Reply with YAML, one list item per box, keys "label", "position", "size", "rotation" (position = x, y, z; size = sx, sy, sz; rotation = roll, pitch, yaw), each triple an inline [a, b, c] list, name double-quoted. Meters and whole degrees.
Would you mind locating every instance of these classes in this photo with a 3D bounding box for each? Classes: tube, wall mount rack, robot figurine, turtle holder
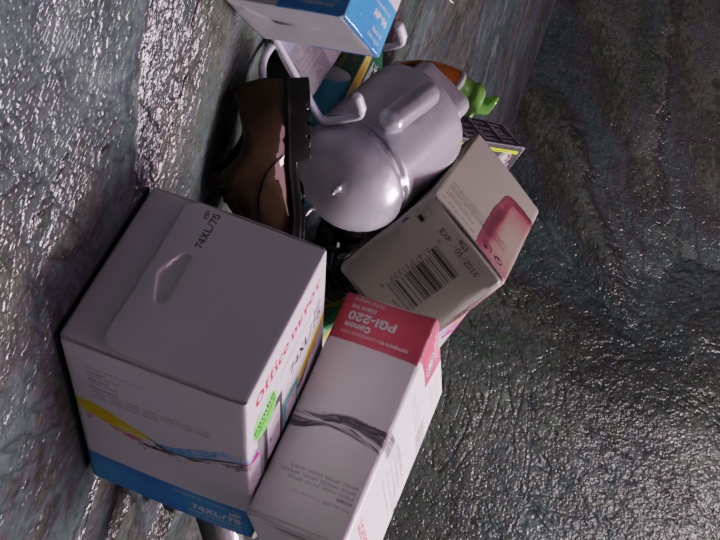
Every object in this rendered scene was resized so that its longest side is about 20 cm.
- label: "tube"
  position: [-0.057, -0.102, 1.252]
  size: [0.078, 0.050, 0.202]
  rotation: [-101, -156, -64]
- label: "wall mount rack"
  position: [-0.030, -0.233, 1.111]
  size: [0.175, 0.074, 0.201]
  rotation: [60, 39, -32]
- label: "robot figurine"
  position: [0.017, -0.113, 1.187]
  size: [0.200, 0.113, 0.170]
  rotation: [-44, 173, -35]
- label: "turtle holder"
  position: [0.068, -0.172, 1.545]
  size: [0.142, 0.131, 0.186]
  rotation: [-61, -173, -31]

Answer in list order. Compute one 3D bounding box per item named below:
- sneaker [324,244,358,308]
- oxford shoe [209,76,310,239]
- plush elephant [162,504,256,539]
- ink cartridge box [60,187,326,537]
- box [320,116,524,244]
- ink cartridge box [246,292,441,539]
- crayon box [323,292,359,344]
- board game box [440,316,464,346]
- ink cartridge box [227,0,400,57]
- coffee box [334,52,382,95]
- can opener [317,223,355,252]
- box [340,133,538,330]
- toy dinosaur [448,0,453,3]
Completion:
- label: "sneaker"
  position: [0.000, 0.000, 1.350]
  size: [0.199, 0.081, 0.075]
  rotation: [-16, 163, -48]
- label: "oxford shoe"
  position: [-0.085, -0.063, 1.080]
  size: [0.073, 0.083, 0.203]
  rotation: [-114, -156, -71]
- label: "plush elephant"
  position: [-0.098, 0.154, 1.158]
  size: [0.153, 0.164, 0.202]
  rotation: [-20, 121, -25]
- label: "ink cartridge box"
  position: [-0.118, 0.072, 0.964]
  size: [0.201, 0.144, 0.148]
  rotation: [94, 19, -54]
- label: "box"
  position: [0.071, -0.099, 1.417]
  size: [0.199, 0.044, 0.161]
  rotation: [1, 133, -48]
- label: "ink cartridge box"
  position: [-0.006, 0.143, 1.021]
  size: [0.146, 0.084, 0.202]
  rotation: [81, 28, -60]
- label: "crayon box"
  position: [-0.004, 0.094, 1.293]
  size: [0.198, 0.051, 0.127]
  rotation: [-22, 113, -34]
- label: "board game box"
  position: [0.055, 0.087, 1.479]
  size: [0.154, 0.040, 0.200]
  rotation: [-53, 169, 13]
- label: "ink cartridge box"
  position: [-0.010, -0.272, 0.964]
  size: [0.068, 0.115, 0.202]
  rotation: [38, 71, -58]
- label: "coffee box"
  position: [-0.016, -0.165, 1.363]
  size: [0.201, 0.043, 0.124]
  rotation: [91, 22, -60]
- label: "can opener"
  position: [-0.045, 0.038, 1.559]
  size: [0.067, 0.053, 0.202]
  rotation: [-60, 164, -62]
- label: "box"
  position: [0.083, -0.032, 1.259]
  size: [0.127, 0.109, 0.200]
  rotation: [-38, -174, 27]
- label: "toy dinosaur"
  position: [0.045, -0.323, 1.236]
  size: [0.200, 0.101, 0.078]
  rotation: [-16, 125, -79]
